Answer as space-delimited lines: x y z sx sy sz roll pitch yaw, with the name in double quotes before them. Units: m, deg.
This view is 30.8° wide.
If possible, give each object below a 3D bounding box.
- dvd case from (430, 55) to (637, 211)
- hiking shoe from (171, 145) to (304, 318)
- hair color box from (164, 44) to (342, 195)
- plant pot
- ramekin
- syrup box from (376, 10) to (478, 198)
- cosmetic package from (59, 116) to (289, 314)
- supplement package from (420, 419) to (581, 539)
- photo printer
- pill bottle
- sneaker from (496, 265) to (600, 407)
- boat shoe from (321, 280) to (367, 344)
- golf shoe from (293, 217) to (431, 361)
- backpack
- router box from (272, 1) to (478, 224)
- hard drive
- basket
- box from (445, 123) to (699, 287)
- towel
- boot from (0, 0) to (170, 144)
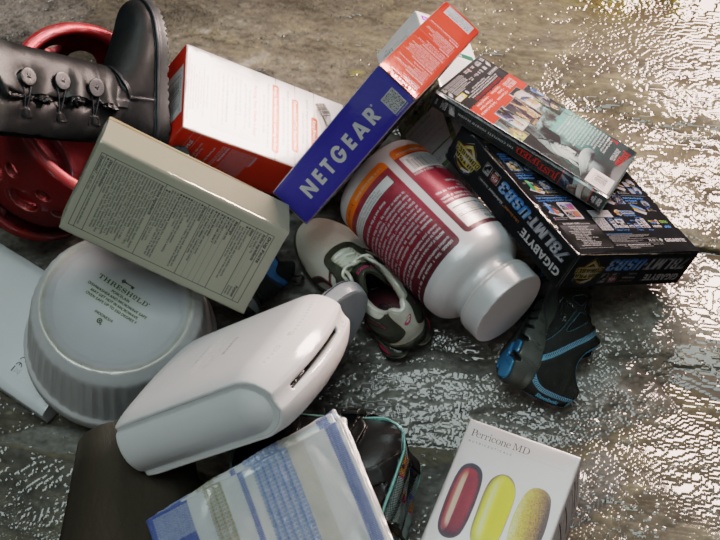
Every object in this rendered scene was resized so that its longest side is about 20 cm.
"dvd case" 0.179 -0.143 1.324 0.199 0.022 0.146 32 31 8
"hiking shoe" -0.141 -0.051 1.365 0.086 0.201 0.074 -36 24 -20
"hair color box" -0.115 -0.152 1.406 0.199 0.064 0.112 17 55 -29
"plant pot" -0.323 -0.137 1.395 0.182 0.199 0.202 -26 48 43
"ramekin" -0.246 0.054 1.330 0.200 0.094 0.204 3 61 -5
"syrup box" 0.089 -0.178 1.427 0.081 0.079 0.201 12 50 -36
"cosmetic package" -0.178 -0.053 1.266 0.199 0.104 0.073 27 21 -15
"supplement package" 0.115 0.257 1.174 0.113 0.110 0.201 17 64 17
"photo printer" -0.108 0.099 1.183 0.199 0.070 0.167 -22 18 34
"pill bottle" 0.080 -0.028 1.293 0.113 0.113 0.200 -37 64 -13
"sneaker" 0.202 0.047 1.317 0.082 0.073 0.201 31 60 -9
"boat shoe" -0.075 0.080 1.304 0.201 0.071 0.070 -53 54 12
"golf shoe" 0.000 0.000 1.353 0.077 0.088 0.200 -39 61 -12
"backpack" -0.042 0.241 1.181 0.174 0.154 0.201 5 53 18
"router box" 0.016 -0.160 1.319 0.049 0.200 0.180 42 40 -2
"hard drive" -0.371 0.060 1.410 0.199 0.026 0.132 28 68 22
"basket" -0.210 0.253 1.217 0.179 0.136 0.202 -14 55 12
"box" 0.213 -0.068 1.311 0.199 0.050 0.199 -3 44 -42
"towel" -0.077 0.223 1.103 0.199 0.024 0.148 -29 55 4
"boot" -0.288 -0.205 1.289 0.199 0.065 0.167 1 74 -38
